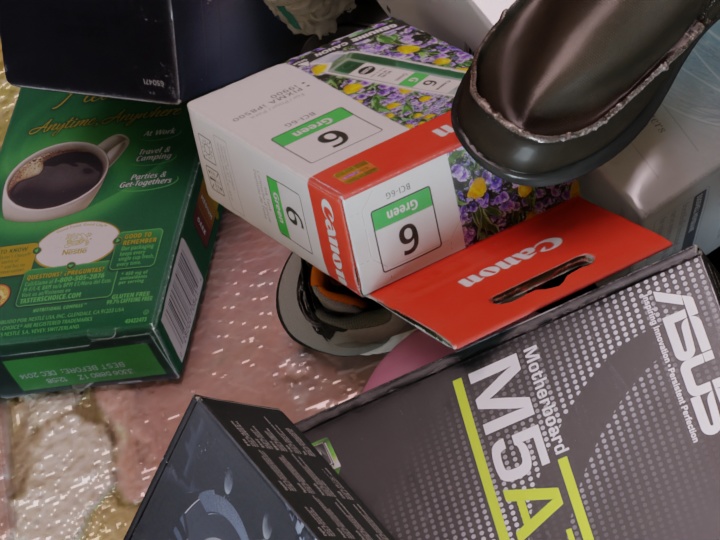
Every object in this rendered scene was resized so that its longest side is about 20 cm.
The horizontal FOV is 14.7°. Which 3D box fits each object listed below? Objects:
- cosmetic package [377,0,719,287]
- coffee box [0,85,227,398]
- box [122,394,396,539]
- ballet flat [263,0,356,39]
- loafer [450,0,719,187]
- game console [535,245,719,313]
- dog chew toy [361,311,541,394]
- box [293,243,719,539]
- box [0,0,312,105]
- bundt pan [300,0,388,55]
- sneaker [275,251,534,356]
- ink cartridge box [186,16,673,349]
[{"bbox_3d":[0.138,-0.129,1.217,0.200,0.123,0.200,-34,72,-11],"label":"cosmetic package"},{"bbox_3d":[-0.131,-0.027,1.414,0.123,0.044,0.200,-7,47,19],"label":"coffee box"},{"bbox_3d":[-0.031,0.166,1.013,0.200,0.043,0.160,46,116,45],"label":"box"},{"bbox_3d":[0.013,-0.190,1.367,0.072,0.072,0.200,20,59,38],"label":"ballet flat"},{"bbox_3d":[0.109,-0.117,1.102,0.073,0.071,0.200,37,69,16],"label":"loafer"},{"bbox_3d":[0.138,-0.023,1.293,0.200,0.031,0.177,-36,38,-11],"label":"game console"},{"bbox_3d":[0.055,0.115,1.134,0.124,0.125,0.200,-10,53,18],"label":"dog chew toy"},{"bbox_3d":[0.074,0.117,1.031,0.193,0.048,0.200,-25,59,16],"label":"box"},{"bbox_3d":[-0.080,-0.207,1.396,0.123,0.201,0.198,9,23,35],"label":"box"},{"bbox_3d":[0.051,-0.096,1.349,0.201,0.076,0.202,-19,37,15],"label":"bundt pan"},{"bbox_3d":[0.000,0.000,1.241,0.079,0.074,0.200,-11,-4,-24],"label":"sneaker"},{"bbox_3d":[0.024,-0.040,1.137,0.109,0.050,0.200,-25,30,-22],"label":"ink cartridge box"}]
